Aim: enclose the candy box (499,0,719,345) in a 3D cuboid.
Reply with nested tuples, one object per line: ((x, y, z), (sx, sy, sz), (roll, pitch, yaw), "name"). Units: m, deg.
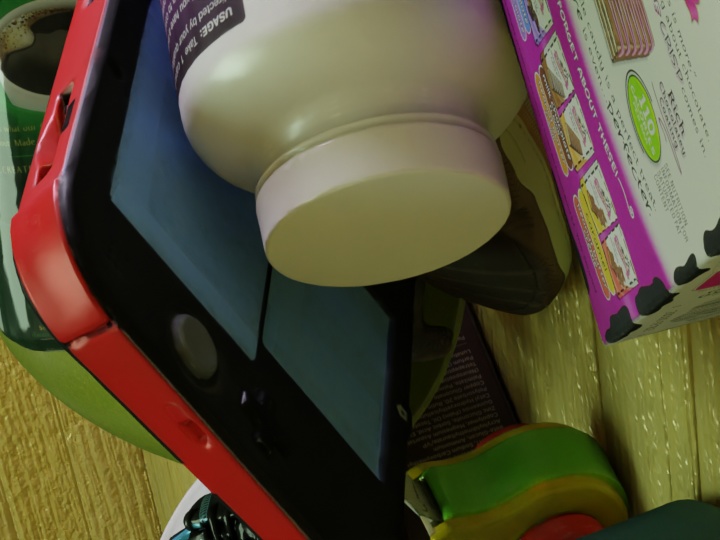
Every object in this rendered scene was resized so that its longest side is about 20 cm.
((0.091, -0.068, 0.645), (0.200, 0.061, 0.137), (119, 136, -77), "candy box")

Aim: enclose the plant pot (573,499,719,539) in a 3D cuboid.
((0.064, 0.194, 0.854), (0.200, 0.160, 0.202), (168, 90, -73), "plant pot")

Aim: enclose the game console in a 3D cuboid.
((-0.037, -0.003, 0.809), (0.177, 0.031, 0.200), (46, -153, -26), "game console")

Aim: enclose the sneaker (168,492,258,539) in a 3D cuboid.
((-0.037, 0.127, 1.175), (0.200, 0.081, 0.074), (128, 129, -69), "sneaker")

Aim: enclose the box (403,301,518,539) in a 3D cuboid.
((0.039, 0.101, 1.177), (0.100, 0.075, 0.201), (92, 157, -60), "box")

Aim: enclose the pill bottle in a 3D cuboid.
((-0.010, -0.101, 0.792), (0.113, 0.112, 0.201), (96, 164, -65), "pill bottle")

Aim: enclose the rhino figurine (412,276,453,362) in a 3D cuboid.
((0.000, 0.000, 1.021), (0.060, 0.200, 0.088), (-6, 127, 41), "rhino figurine")

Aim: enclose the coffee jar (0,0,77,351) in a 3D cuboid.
((-0.099, -0.076, 0.918), (0.085, 0.104, 0.201), (-79, -17, -67), "coffee jar")

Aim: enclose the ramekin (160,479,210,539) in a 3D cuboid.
((-0.019, 0.187, 1.320), (0.094, 0.202, 0.203), (25, -150, -43), "ramekin")

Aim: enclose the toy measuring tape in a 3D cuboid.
((0.051, 0.077, 0.970), (0.200, 0.073, 0.074), (42, -164, -44), "toy measuring tape")

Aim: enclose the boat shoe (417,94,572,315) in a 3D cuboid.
((0.050, -0.045, 0.932), (0.200, 0.071, 0.077), (77, -152, -70), "boat shoe")

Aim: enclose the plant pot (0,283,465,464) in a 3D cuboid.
((-0.084, 0.002, 1.126), (0.200, 0.186, 0.188), (-5, 102, 57), "plant pot")
